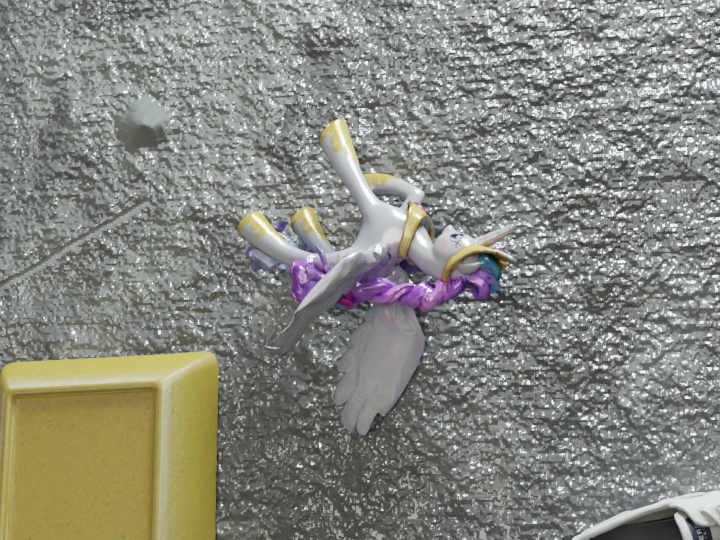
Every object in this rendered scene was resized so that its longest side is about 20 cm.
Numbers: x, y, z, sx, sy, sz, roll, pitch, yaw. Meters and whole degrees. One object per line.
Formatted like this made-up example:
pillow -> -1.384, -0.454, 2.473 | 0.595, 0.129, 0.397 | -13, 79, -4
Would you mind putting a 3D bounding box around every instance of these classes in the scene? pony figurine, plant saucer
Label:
pony figurine -> 0.000, 0.000, 1.167 | 0.193, 0.167, 0.200 | -48, 53, -7
plant saucer -> -0.217, 0.164, 1.234 | 0.200, 0.048, 0.200 | -4, 76, 15

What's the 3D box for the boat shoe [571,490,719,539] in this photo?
boat shoe -> 0.239, 0.193, 1.078 | 0.200, 0.065, 0.074 | -19, 72, 12
